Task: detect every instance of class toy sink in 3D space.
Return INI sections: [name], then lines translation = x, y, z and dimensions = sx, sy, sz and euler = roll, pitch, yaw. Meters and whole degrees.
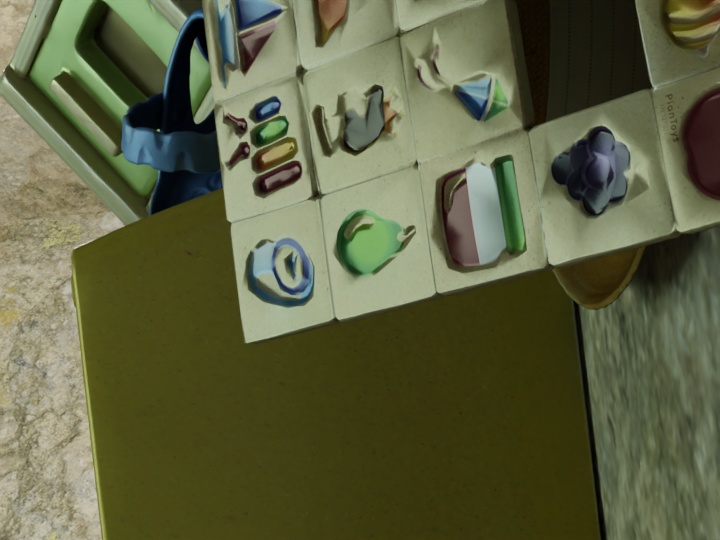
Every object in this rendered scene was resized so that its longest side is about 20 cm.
[toy sink]
translation = -0.113, -0.108, 0.942
dimensions = 0.130, 0.112, 0.200
euler = 46, 137, 8

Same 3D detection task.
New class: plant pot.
[plant pot]
translation = -0.019, 0.050, 0.675
dimensions = 0.200, 0.176, 0.201
euler = 172, 92, -85

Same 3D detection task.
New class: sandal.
[sandal]
translation = -0.050, -0.098, 0.778
dimensions = 0.087, 0.079, 0.200
euler = 43, -117, -55

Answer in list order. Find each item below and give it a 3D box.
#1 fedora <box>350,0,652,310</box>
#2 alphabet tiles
[fedora]
translation = 0.032, -0.086, 0.481
dimensions = 0.201, 0.082, 0.201
euler = 174, 90, -83
[alphabet tiles]
translation = 0.019, -0.095, 0.414
dimensions = 0.167, 0.008, 0.201
euler = -15, 77, 39
